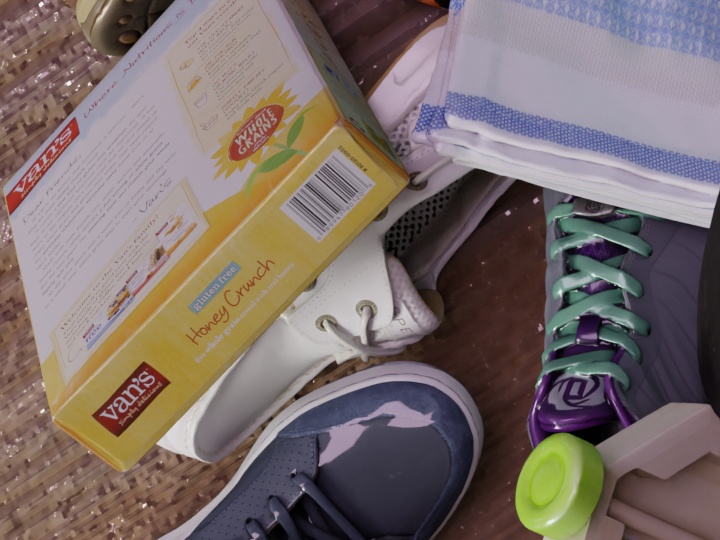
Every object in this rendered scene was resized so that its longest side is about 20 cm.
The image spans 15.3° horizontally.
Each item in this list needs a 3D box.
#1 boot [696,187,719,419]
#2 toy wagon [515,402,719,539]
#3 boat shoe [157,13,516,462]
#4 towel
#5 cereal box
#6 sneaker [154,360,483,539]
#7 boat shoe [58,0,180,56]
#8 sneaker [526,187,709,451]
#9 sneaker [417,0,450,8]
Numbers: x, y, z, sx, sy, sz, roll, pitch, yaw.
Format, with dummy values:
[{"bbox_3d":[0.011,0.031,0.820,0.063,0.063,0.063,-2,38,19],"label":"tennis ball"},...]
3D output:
[{"bbox_3d":[0.213,0.032,0.839,0.199,0.069,0.189,0,50,-8],"label":"boot"},{"bbox_3d":[0.099,0.147,0.864,0.040,0.155,0.201,0,68,59],"label":"toy wagon"},{"bbox_3d":[0.000,0.000,0.981,0.069,0.071,0.200,42,97,25],"label":"boat shoe"},{"bbox_3d":[0.108,-0.114,0.925,0.146,0.024,0.201,15,73,-4],"label":"towel"},{"bbox_3d":[-0.063,-0.031,0.970,0.144,0.039,0.200,-46,26,11],"label":"cereal box"},{"bbox_3d":[-0.039,0.127,0.932,0.202,0.146,0.077,-40,105,19],"label":"sneaker"},{"bbox_3d":[-0.054,-0.177,1.036,0.200,0.072,0.068,-48,68,13],"label":"boat shoe"},{"bbox_3d":[0.091,0.018,0.916,0.074,0.087,0.201,-6,86,25],"label":"sneaker"},{"bbox_3d":[0.058,-0.190,0.995,0.090,0.070,0.200,41,103,17],"label":"sneaker"}]
